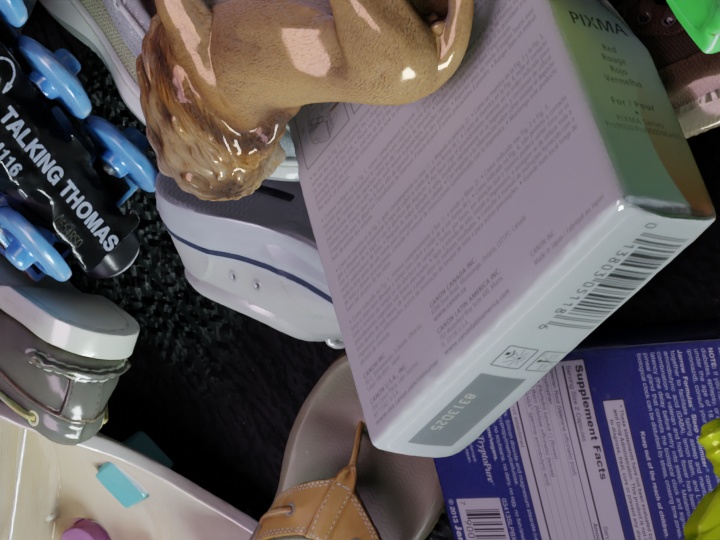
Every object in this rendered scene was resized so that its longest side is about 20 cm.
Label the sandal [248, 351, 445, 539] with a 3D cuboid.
[{"bbox_3d":[-0.021,0.127,0.871,0.080,0.054,0.200,33,109,6],"label":"sandal"}]

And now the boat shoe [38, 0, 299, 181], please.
[{"bbox_3d":[-0.077,-0.113,0.848,0.202,0.074,0.065,45,133,28],"label":"boat shoe"}]

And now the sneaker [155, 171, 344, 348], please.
[{"bbox_3d":[0.000,0.000,0.834,0.200,0.073,0.071,22,144,32],"label":"sneaker"}]

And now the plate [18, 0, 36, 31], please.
[{"bbox_3d":[-0.195,-0.204,0.905,0.200,0.026,0.201,20,114,54],"label":"plate"}]

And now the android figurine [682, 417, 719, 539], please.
[{"bbox_3d":[0.187,0.132,0.665,0.041,0.182,0.201,103,143,-81],"label":"android figurine"}]

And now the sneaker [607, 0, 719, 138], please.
[{"bbox_3d":[0.086,-0.083,0.718,0.200,0.070,0.076,-13,103,43],"label":"sneaker"}]

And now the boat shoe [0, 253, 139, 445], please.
[{"bbox_3d":[-0.172,0.025,0.940,0.202,0.072,0.060,30,107,55],"label":"boat shoe"}]

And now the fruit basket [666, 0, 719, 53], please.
[{"bbox_3d":[0.155,-0.166,0.568,0.186,0.200,0.094,56,174,11],"label":"fruit basket"}]

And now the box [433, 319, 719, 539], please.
[{"bbox_3d":[0.117,0.084,0.777,0.200,0.032,0.122,-7,100,43],"label":"box"}]

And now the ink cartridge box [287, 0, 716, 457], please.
[{"bbox_3d":[0.039,-0.054,0.722,0.162,0.050,0.201,-47,44,41],"label":"ink cartridge box"}]

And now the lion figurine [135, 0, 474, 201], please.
[{"bbox_3d":[-0.020,-0.088,0.706,0.200,0.072,0.123,0,108,50],"label":"lion figurine"}]

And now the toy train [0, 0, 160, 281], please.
[{"bbox_3d":[-0.172,-0.076,0.855,0.114,0.087,0.200,28,159,50],"label":"toy train"}]

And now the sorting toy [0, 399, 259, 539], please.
[{"bbox_3d":[-0.114,0.166,0.963,0.180,0.107,0.201,18,109,23],"label":"sorting toy"}]
